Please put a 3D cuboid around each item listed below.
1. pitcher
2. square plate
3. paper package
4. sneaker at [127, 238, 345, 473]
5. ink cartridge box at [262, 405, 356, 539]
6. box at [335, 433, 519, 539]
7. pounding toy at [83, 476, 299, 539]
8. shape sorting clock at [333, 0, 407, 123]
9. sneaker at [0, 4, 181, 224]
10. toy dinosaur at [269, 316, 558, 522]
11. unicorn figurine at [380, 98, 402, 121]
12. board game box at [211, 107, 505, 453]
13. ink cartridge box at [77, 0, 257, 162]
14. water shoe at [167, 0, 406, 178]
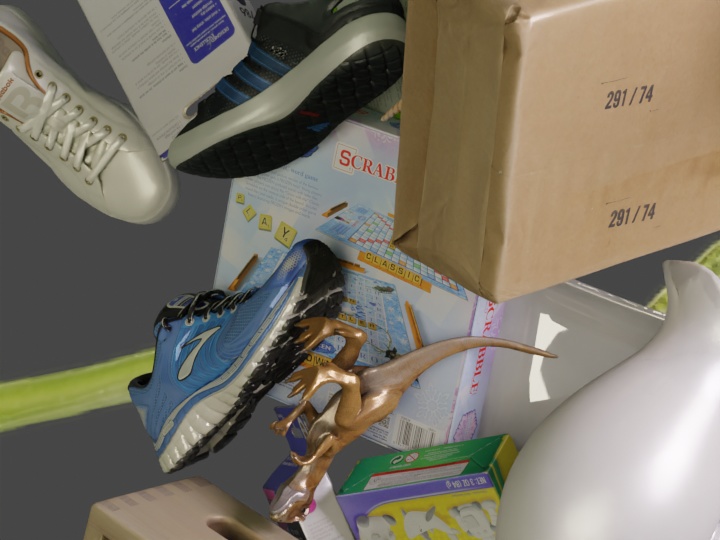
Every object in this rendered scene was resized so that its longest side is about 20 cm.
[{"bbox_3d":[0.189,0.122,1.306,0.171,0.121,0.200,38,83,-2],"label":"pitcher"},{"bbox_3d":[0.161,0.117,1.402,0.197,0.028,0.201,20,103,19],"label":"square plate"},{"bbox_3d":[0.125,-0.098,1.266,0.103,0.199,0.192,36,133,42],"label":"paper package"},{"bbox_3d":[-0.089,0.043,1.418,0.089,0.078,0.200,51,122,12],"label":"sneaker"},{"bbox_3d":[-0.021,0.186,1.443,0.037,0.095,0.201,-21,91,-12],"label":"ink cartridge box"},{"bbox_3d":[0.076,0.205,1.400,0.117,0.048,0.201,-13,115,32],"label":"box"},{"bbox_3d":[-0.073,0.259,1.397,0.199,0.142,0.185,28,113,32],"label":"pounding toy"},{"bbox_3d":[0.051,-0.125,1.414,0.199,0.039,0.201,8,104,32],"label":"shape sorting clock"},{"bbox_3d":[-0.211,-0.101,1.503,0.200,0.085,0.073,42,108,12],"label":"sneaker"},{"bbox_3d":[0.008,0.071,1.361,0.200,0.106,0.061,-39,38,10],"label":"toy dinosaur"},{"bbox_3d":[0.089,-0.180,1.321,0.199,0.074,0.138,-18,102,0],"label":"unicorn figurine"},{"bbox_3d":[0.000,0.000,1.424,0.199,0.041,0.201,21,110,28],"label":"board game box"},{"bbox_3d":[-0.131,-0.178,1.468,0.099,0.039,0.201,-34,71,22],"label":"ink cartridge box"},{"bbox_3d":[-0.045,-0.123,1.372,0.199,0.071,0.079,-28,62,36],"label":"water shoe"}]
